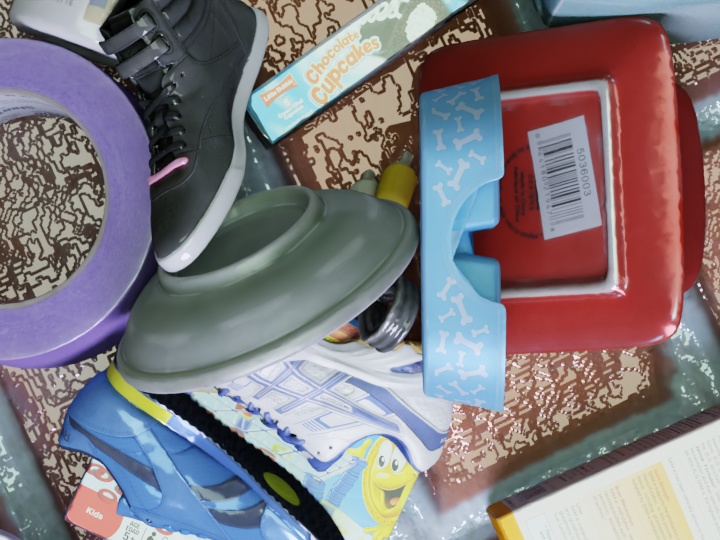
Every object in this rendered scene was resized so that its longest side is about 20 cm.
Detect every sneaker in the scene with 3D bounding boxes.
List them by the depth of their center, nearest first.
[{"bbox_3d":[-0.119,-0.098,1.448,0.099,0.071,0.201,34,50,-32],"label":"sneaker"},{"bbox_3d":[-0.038,0.080,1.509,0.198,0.075,0.089,6,90,-2],"label":"sneaker"},{"bbox_3d":[-0.098,0.139,1.515,0.200,0.066,0.079,37,100,-2],"label":"sneaker"}]

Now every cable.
[{"bbox_3d":[0.000,0.000,1.512,0.050,0.200,0.097,38,113,-12],"label":"cable"}]

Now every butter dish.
[{"bbox_3d":[0.148,-0.049,1.549,0.199,0.147,0.202,-4,87,41],"label":"butter dish"}]

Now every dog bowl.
[{"bbox_3d":[0.060,-0.016,1.451,0.049,0.111,0.202,0,89,1],"label":"dog bowl"}]

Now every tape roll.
[{"bbox_3d":[-0.213,-0.040,1.531,0.198,0.085,0.202,-1,83,9],"label":"tape roll"}]

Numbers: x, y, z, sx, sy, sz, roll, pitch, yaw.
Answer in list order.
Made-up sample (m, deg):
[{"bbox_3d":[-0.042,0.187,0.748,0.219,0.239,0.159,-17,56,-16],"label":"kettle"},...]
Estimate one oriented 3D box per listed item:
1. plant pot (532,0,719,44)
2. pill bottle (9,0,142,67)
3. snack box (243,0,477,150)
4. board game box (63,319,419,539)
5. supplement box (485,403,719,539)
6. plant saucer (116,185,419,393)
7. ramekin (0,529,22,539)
[{"bbox_3d":[0.195,-0.238,1.513,0.199,0.196,0.197,-17,87,-2],"label":"plant pot"},{"bbox_3d":[-0.139,-0.232,1.542,0.110,0.111,0.201,20,89,-3],"label":"pill bottle"},{"bbox_3d":[0.013,-0.149,1.547,0.199,0.116,0.037,-36,93,-2],"label":"snack box"},{"bbox_3d":[-0.062,0.112,1.573,0.199,0.056,0.197,25,89,-3],"label":"board game box"},{"bbox_3d":[0.197,0.174,1.577,0.199,0.074,0.127,-23,91,-3],"label":"supplement box"},{"bbox_3d":[-0.064,-0.002,1.445,0.199,0.200,0.050,-29,111,-3],"label":"plant saucer"},{"bbox_3d":[-0.262,0.254,1.538,0.199,0.105,0.202,0,89,-3],"label":"ramekin"}]
